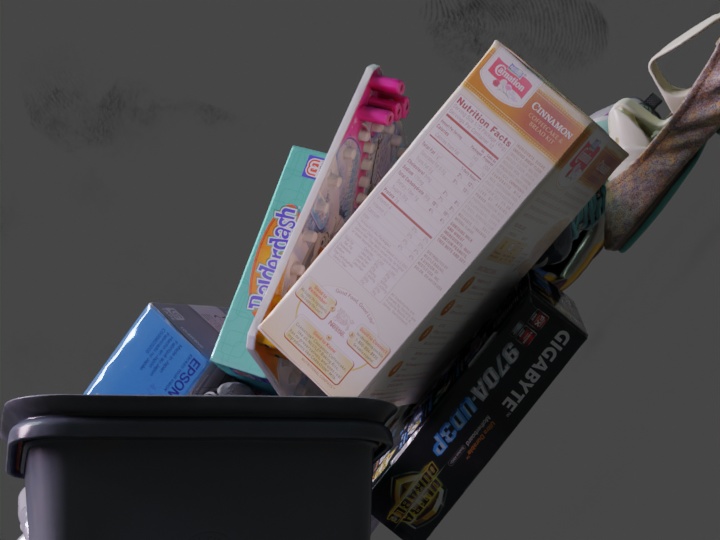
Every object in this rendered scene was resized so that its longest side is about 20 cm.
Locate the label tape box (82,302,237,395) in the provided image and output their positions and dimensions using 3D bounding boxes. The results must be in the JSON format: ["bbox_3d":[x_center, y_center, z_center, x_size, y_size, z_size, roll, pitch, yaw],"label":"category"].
[{"bbox_3d":[-0.120,0.099,1.160,0.143,0.066,0.200,-53,-21,11],"label":"label tape box"}]

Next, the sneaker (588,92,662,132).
[{"bbox_3d":[0.179,-0.065,1.327,0.200,0.078,0.140,-46,-2,42],"label":"sneaker"}]

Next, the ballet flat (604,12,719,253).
[{"bbox_3d":[0.196,-0.098,1.023,0.200,0.067,0.068,-52,-2,31],"label":"ballet flat"}]

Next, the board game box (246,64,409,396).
[{"bbox_3d":[0.000,0.000,1.074,0.200,0.026,0.201,63,-133,-62],"label":"board game box"}]

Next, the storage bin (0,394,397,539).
[{"bbox_3d":[-0.086,0.145,0.850,0.146,0.199,0.135,128,143,-67],"label":"storage bin"}]

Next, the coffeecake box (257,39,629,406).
[{"bbox_3d":[0.052,-0.019,0.927,0.200,0.073,0.153,-50,-14,8],"label":"coffeecake box"}]

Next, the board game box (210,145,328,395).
[{"bbox_3d":[-0.026,0.024,1.127,0.200,0.045,0.153,54,-125,-66],"label":"board game box"}]

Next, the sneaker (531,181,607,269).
[{"bbox_3d":[0.131,-0.059,1.085,0.200,0.086,0.078,-90,-3,-70],"label":"sneaker"}]

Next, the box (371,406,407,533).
[{"bbox_3d":[0.025,0.144,1.278,0.200,0.039,0.041,-51,-1,-36],"label":"box"}]

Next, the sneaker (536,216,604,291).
[{"bbox_3d":[0.113,0.005,1.219,0.200,0.075,0.090,-53,-6,17],"label":"sneaker"}]

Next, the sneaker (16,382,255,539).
[{"bbox_3d":[-0.138,0.134,1.015,0.115,0.075,0.200,-11,21,27],"label":"sneaker"}]

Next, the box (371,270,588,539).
[{"bbox_3d":[0.071,0.076,1.019,0.159,0.046,0.200,-52,-1,6],"label":"box"}]
